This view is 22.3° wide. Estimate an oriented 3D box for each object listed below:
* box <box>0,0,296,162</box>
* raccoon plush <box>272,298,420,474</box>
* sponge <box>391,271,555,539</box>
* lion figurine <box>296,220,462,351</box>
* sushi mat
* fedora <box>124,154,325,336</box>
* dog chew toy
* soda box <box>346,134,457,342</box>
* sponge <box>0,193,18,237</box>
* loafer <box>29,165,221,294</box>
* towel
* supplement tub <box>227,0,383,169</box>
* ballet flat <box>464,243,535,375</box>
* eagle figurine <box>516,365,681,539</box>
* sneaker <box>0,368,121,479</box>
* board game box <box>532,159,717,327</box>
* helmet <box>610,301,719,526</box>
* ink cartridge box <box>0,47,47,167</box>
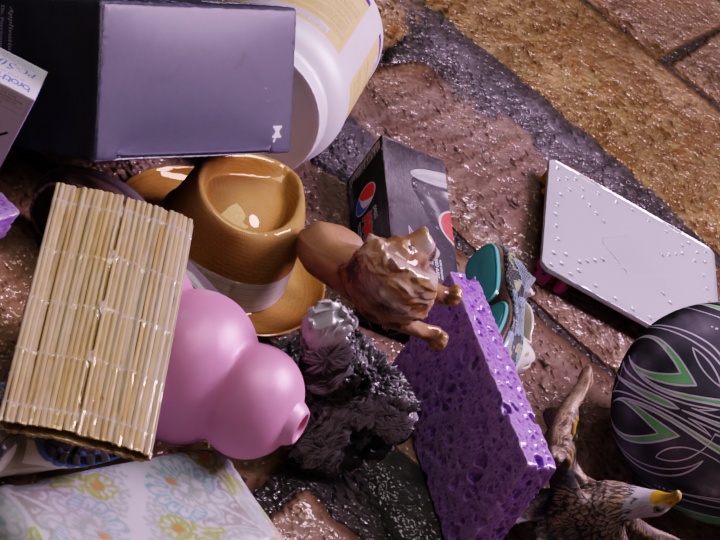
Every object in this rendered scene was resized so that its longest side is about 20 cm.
[{"bbox_3d":[-0.186,-0.152,1.388,0.200,0.118,0.196,13,13,41],"label":"box"},{"bbox_3d":[-0.017,0.049,1.316,0.096,0.200,0.134,-10,49,-15],"label":"raccoon plush"},{"bbox_3d":[0.080,0.109,1.378,0.030,0.112,0.200,12,38,-29],"label":"sponge"},{"bbox_3d":[0.000,0.000,1.361,0.122,0.073,0.200,29,-9,-38],"label":"lion figurine"},{"bbox_3d":[-0.162,0.028,1.145,0.095,0.012,0.200,15,47,-11],"label":"sushi mat"},{"bbox_3d":[-0.097,-0.038,1.434,0.200,0.082,0.201,25,33,-17],"label":"fedora"},{"bbox_3d":[-0.126,0.059,1.220,0.200,0.125,0.125,27,30,13],"label":"dog chew toy"},{"bbox_3d":[0.036,-0.028,1.565,0.071,0.063,0.200,22,34,-19],"label":"soda box"},{"bbox_3d":[-0.348,-0.088,1.304,0.200,0.030,0.111,46,34,16],"label":"sponge"},{"bbox_3d":[-0.170,0.001,1.325,0.200,0.073,0.071,41,33,11],"label":"loafer"},{"bbox_3d":[-0.121,0.196,1.142,0.200,0.048,0.171,-6,47,-46],"label":"towel"},{"bbox_3d":[-0.069,-0.177,1.588,0.145,0.146,0.200,33,32,-4],"label":"supplement tub"},{"bbox_3d":[0.120,0.051,1.542,0.074,0.074,0.200,29,36,-10],"label":"ballet flat"},{"bbox_3d":[0.190,0.198,1.381,0.152,0.151,0.200,-36,107,-17],"label":"eagle figurine"},{"bbox_3d":[-0.240,0.103,1.131,0.199,0.085,0.077,1,82,-26],"label":"sneaker"},{"bbox_3d":[0.259,-0.005,1.777,0.200,0.026,0.200,29,33,-11],"label":"board game box"},{"bbox_3d":[0.304,0.118,1.489,0.200,0.200,0.191,36,8,2],"label":"helmet"},{"bbox_3d":[-0.328,-0.138,1.260,0.200,0.094,0.044,27,33,-12],"label":"ink cartridge box"}]
